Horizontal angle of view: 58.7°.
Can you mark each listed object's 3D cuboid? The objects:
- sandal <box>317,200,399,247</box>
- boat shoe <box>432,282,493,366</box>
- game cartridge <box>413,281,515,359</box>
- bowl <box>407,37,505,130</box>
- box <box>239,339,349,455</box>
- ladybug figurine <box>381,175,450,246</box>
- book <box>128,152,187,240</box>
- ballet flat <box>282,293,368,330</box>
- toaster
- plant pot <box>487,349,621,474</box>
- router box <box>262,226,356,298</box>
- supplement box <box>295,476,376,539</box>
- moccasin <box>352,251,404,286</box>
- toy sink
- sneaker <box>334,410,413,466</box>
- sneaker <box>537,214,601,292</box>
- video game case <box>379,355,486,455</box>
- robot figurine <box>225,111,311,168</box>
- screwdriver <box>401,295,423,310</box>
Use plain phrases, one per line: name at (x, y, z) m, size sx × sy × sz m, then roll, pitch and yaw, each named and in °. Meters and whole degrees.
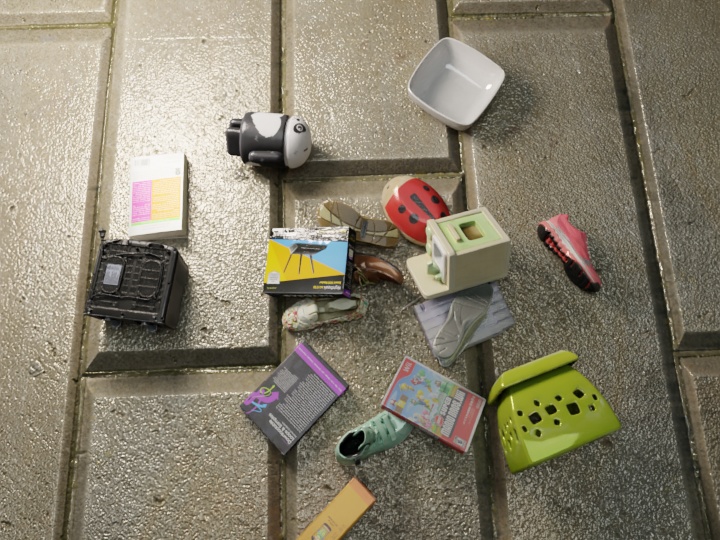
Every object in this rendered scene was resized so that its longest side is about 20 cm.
sandal at (-0.007, -0.099, 1.480) m, size 0.197 × 0.054 × 0.082 m, roll 17°, pitch 82°, yaw -3°
boat shoe at (0.223, 0.113, 1.383) m, size 0.074 × 0.065 × 0.203 m, roll 23°, pitch 67°, yaw 26°
game cartridge at (0.232, 0.105, 1.429) m, size 0.197 × 0.038 × 0.131 m, roll -21°, pitch 78°, yaw -7°
bowl at (0.230, -0.448, 1.577) m, size 0.199 × 0.075 × 0.201 m, roll 35°, pitch 75°, yaw 9°
box at (-0.141, 0.271, 1.372) m, size 0.143 × 0.036 × 0.200 m, roll 43°, pitch 76°, yaw 12°
ladybug figurine at (0.133, -0.143, 1.482) m, size 0.136 × 0.072 × 0.200 m, roll -42°, pitch 78°, yaw -13°
book at (-0.475, -0.175, 1.502) m, size 0.131 × 0.048 × 0.203 m, roll -4°, pitch 72°, yaw 1°
ballet flat at (-0.079, 0.084, 1.415) m, size 0.197 × 0.064 × 0.077 m, roll -13°, pitch 74°, yaw -4°
toaster at (-0.486, 0.025, 1.400) m, size 0.178 × 0.119 × 0.203 m, roll 6°, pitch 73°, yaw 1°
plant pot at (0.372, 0.282, 1.294) m, size 0.197 × 0.200 × 0.184 m, roll -19°, pitch 68°, yaw -6°
router box at (-0.111, -0.017, 1.414) m, size 0.197 × 0.051 × 0.152 m, roll -1°, pitch 76°, yaw 23°
supplement box at (-0.057, 0.509, 1.284) m, size 0.200 × 0.069 × 0.067 m, roll -43°, pitch 77°, yaw -14°
moccasin at (0.000, 0.000, 1.436) m, size 0.198 × 0.074 × 0.079 m, roll 18°, pitch 76°, yaw 6°
toy sink at (0.209, -0.043, 1.400) m, size 0.197 × 0.113 × 0.131 m, roll -15°, pitch 43°, yaw -9°
sneaker at (0.038, 0.335, 1.311) m, size 0.199 × 0.118 × 0.074 m, roll -31°, pitch 74°, yaw -11°
sneaker at (0.494, -0.046, 1.456) m, size 0.086 × 0.074 × 0.201 m, roll -31°, pitch 75°, yaw -11°
video game case at (0.155, 0.280, 1.349) m, size 0.198 × 0.018 × 0.144 m, roll 28°, pitch 47°, yaw 7°
robot figurine at (-0.213, -0.307, 1.502) m, size 0.196 × 0.125 × 0.153 m, roll 5°, pitch 80°, yaw 2°
screwdriver at (0.176, 0.040, 1.452) m, size 0.199 × 0.028 × 0.029 m, roll -37°, pitch 105°, yaw -9°
